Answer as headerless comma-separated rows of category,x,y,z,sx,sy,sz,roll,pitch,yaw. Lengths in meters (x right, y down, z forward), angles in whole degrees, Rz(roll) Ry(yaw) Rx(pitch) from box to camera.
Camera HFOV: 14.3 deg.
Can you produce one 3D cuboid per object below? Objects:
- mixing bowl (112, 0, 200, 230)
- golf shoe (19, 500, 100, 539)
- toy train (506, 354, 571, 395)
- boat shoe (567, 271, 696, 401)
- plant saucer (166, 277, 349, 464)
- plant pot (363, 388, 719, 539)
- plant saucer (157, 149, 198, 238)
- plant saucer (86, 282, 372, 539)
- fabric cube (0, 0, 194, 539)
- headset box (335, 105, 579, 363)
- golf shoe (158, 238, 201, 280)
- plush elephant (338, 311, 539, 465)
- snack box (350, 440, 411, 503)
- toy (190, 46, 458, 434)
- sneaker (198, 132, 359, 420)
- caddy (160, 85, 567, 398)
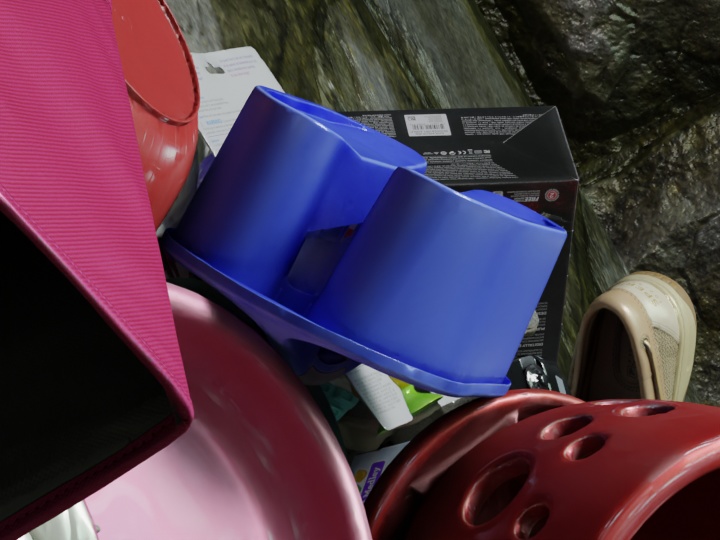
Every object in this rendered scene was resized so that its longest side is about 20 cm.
mixing bowl,-0.134,-0.074,1.129,0.200,0.108,0.200,51,19,-26
golf shoe,-0.168,0.047,0.955,0.091,0.075,0.200,-15,57,-45
toy train,0.105,0.138,1.400,0.046,0.034,0.201,-9,84,-54
boat shoe,0.129,0.102,1.488,0.064,0.071,0.201,-20,115,-55
plant saucer,-0.053,0.101,1.202,0.200,0.036,0.201,17,70,-57
plant pot,0.101,0.145,1.204,0.182,0.200,0.201,18,-32,53
plant saucer,-0.156,-0.092,1.320,0.200,0.050,0.201,43,30,-32
plant saucer,-0.076,0.103,1.074,0.200,0.051,0.201,28,49,-38
fabric cube,-0.184,-0.034,0.765,0.200,0.196,0.200,52,14,-38
headset box,0.033,0.014,1.565,0.075,0.148,0.201,-101,-167,-52
golf shoe,-0.099,0.042,1.314,0.088,0.077,0.200,29,28,-28
plush elephant,0.038,0.097,1.468,0.200,0.155,0.165,52,47,1
snack box,0.025,0.198,1.327,0.142,0.053,0.200,56,36,-31
toy,-0.034,-0.009,1.348,0.200,0.047,0.115,55,20,7
sneaker,-0.060,0.021,1.430,0.077,0.091,0.200,28,27,-35
caddy,0.000,0.000,1.196,0.141,0.105,0.200,27,5,16
